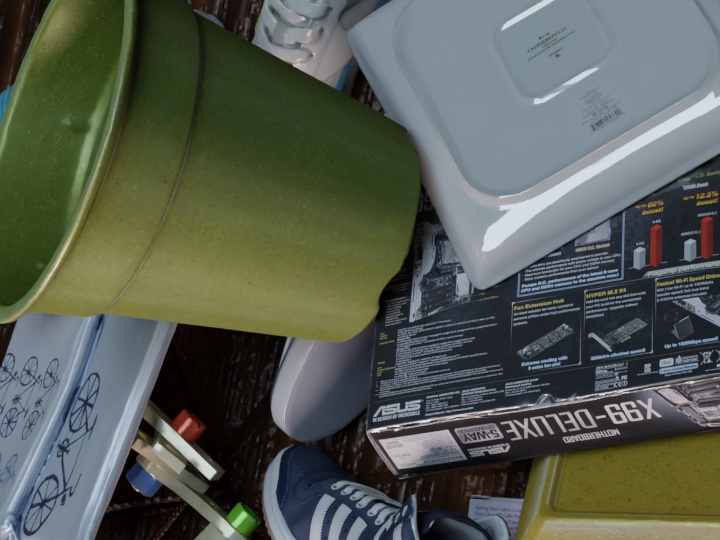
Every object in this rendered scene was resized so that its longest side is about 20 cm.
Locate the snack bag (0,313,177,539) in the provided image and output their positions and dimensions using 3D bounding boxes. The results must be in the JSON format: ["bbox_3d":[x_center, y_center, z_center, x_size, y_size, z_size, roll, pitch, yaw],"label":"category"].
[{"bbox_3d":[-0.170,0.074,1.469,0.200,0.021,0.190,1,67,60],"label":"snack bag"}]

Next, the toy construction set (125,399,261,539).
[{"bbox_3d":[-0.127,0.174,1.454,0.131,0.092,0.201,43,109,29],"label":"toy construction set"}]

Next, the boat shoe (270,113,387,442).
[{"bbox_3d":[0.000,0.000,1.448,0.065,0.073,0.201,29,87,45],"label":"boat shoe"}]

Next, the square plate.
[{"bbox_3d":[0.107,-0.114,1.353,0.199,0.028,0.199,-30,54,6],"label":"square plate"}]

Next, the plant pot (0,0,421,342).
[{"bbox_3d":[-0.076,-0.046,1.332,0.200,0.189,0.201,-46,35,47],"label":"plant pot"}]

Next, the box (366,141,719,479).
[{"bbox_3d":[0.105,0.016,1.324,0.199,0.050,0.159,-11,51,21],"label":"box"}]

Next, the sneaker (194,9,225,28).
[{"bbox_3d":[-0.180,-0.109,1.554,0.200,0.080,0.071,-31,67,18],"label":"sneaker"}]

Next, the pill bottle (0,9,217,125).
[{"bbox_3d":[-0.157,-0.068,1.467,0.199,0.111,0.111,-31,65,17],"label":"pill bottle"}]

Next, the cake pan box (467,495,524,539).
[{"bbox_3d":[0.142,0.214,1.326,0.199,0.052,0.186,0,79,27],"label":"cake pan box"}]

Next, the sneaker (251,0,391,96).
[{"bbox_3d":[-0.032,-0.141,1.487,0.076,0.081,0.201,33,94,28],"label":"sneaker"}]

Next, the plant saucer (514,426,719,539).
[{"bbox_3d":[0.175,0.079,1.306,0.199,0.049,0.201,-2,55,26],"label":"plant saucer"}]

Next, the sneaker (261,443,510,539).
[{"bbox_3d":[0.014,0.138,1.360,0.109,0.070,0.200,-59,35,27],"label":"sneaker"}]
